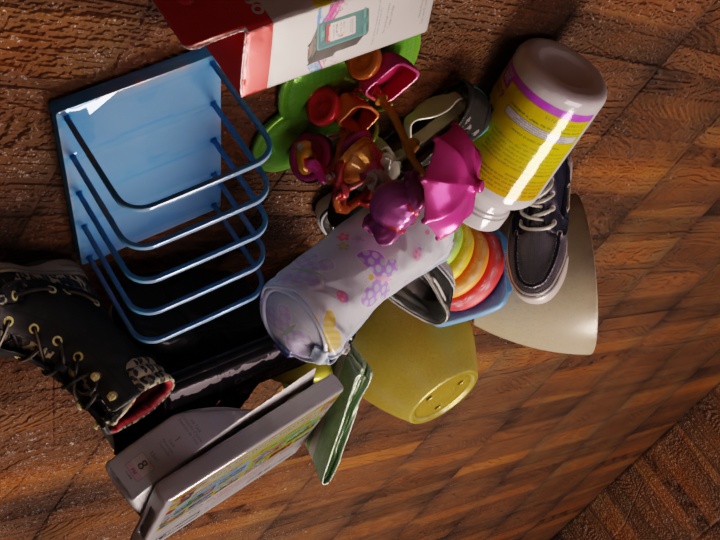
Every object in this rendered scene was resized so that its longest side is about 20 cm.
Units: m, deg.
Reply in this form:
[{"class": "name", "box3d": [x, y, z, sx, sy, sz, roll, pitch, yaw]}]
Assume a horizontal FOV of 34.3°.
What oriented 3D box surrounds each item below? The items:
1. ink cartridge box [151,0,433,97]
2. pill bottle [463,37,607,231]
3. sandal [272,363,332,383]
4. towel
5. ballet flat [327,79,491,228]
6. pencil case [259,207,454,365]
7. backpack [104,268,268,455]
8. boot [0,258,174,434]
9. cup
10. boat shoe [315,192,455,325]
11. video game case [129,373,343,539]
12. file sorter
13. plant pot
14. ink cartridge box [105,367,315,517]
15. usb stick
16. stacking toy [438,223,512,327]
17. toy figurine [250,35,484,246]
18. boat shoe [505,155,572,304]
[{"class": "ink cartridge box", "box3d": [-0.059, -0.200, 0.824, 0.199, 0.116, 0.067, -23, 152, -23]}, {"class": "pill bottle", "box3d": [0.164, -0.135, 1.218, 0.104, 0.104, 0.200, -11, 145, -41]}, {"class": "sandal", "box3d": [-0.088, 0.065, 1.209, 0.079, 0.087, 0.200, 1, -179, -34]}, {"class": "towel", "box3d": [-0.044, 0.098, 1.222, 0.023, 0.200, 0.153, 3, 124, -25]}, {"class": "ballet flat", "box3d": [0.040, -0.120, 1.145, 0.200, 0.068, 0.068, -40, 145, -6]}, {"class": "pencil case", "box3d": [0.000, 0.000, 1.057, 0.200, 0.091, 0.083, -41, 157, -35]}, {"class": "backpack", "box3d": [-0.189, 0.090, 1.142, 0.166, 0.127, 0.200, -1, 140, -32]}, {"class": "boot", "box3d": [-0.253, 0.066, 0.940, 0.074, 0.154, 0.203, -52, 165, 23]}, {"class": "cup", "box3d": [0.206, 0.011, 1.452, 0.143, 0.201, 0.200, -5, 152, 2]}, {"class": "boat shoe", "box3d": [0.034, -0.011, 1.223, 0.200, 0.071, 0.072, 34, 123, -32]}, {"class": "video game case", "box3d": [-0.120, 0.185, 1.107, 0.200, 0.023, 0.182, -30, 166, -30]}, {"class": "file sorter", "box3d": [-0.153, -0.053, 0.949, 0.138, 0.123, 0.200, -24, 152, -21]}, {"class": "plant pot", "box3d": [0.066, 0.104, 1.456, 0.200, 0.142, 0.200, -29, 153, -16]}, {"class": "ink cartridge box", "box3d": [-0.138, 0.153, 1.098, 0.200, 0.057, 0.163, -39, 169, -16]}, {"class": "usb stick", "box3d": [-0.094, 0.083, 1.067, 0.199, 0.033, 0.056, -21, 149, -21]}, {"class": "stacking toy", "box3d": [0.081, -0.031, 1.315, 0.109, 0.116, 0.200, -20, 144, 28]}, {"class": "toy figurine", "box3d": [0.019, -0.097, 1.015, 0.200, 0.184, 0.150, -44, 153, 18]}, {"class": "boat shoe", "box3d": [0.196, -0.069, 1.311, 0.074, 0.201, 0.093, -1, 154, 19]}]
